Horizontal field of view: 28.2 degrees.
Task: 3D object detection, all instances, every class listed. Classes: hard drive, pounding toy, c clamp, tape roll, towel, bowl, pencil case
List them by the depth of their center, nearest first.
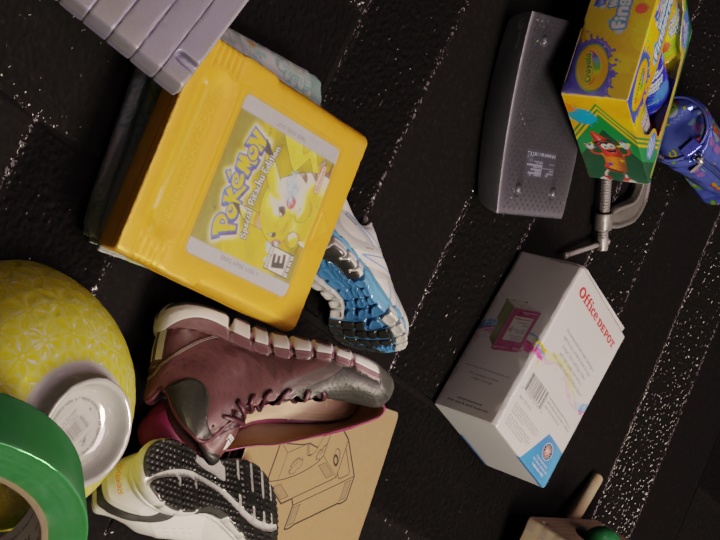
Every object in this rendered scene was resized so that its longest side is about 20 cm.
[{"bbox_3d":[-0.279,0.160,0.926,0.200,0.048,0.201,-8,132,-9],"label":"tape roll"},{"bbox_3d":[-0.226,0.100,1.012,0.200,0.108,0.201,-19,116,-44],"label":"bowl"},{"bbox_3d":[-0.120,-0.088,1.122,0.171,0.048,0.200,22,85,-51],"label":"towel"},{"bbox_3d":[0.177,-0.156,1.452,0.135,0.042,0.200,1,100,-50],"label":"hard drive"},{"bbox_3d":[0.291,-0.118,1.611,0.171,0.027,0.200,-10,109,-49],"label":"c clamp"},{"bbox_3d":[0.241,0.349,1.648,0.184,0.142,0.200,14,102,-50],"label":"pounding toy"},{"bbox_3d":[0.398,-0.136,1.674,0.078,0.087,0.200,-34,152,18],"label":"pencil case"}]

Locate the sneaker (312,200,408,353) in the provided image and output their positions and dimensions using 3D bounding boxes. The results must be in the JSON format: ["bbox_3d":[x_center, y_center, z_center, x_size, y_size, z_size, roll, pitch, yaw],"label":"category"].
[{"bbox_3d":[0.000,0.000,1.279,0.200,0.075,0.087,63,32,-50],"label":"sneaker"}]

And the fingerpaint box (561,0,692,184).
[{"bbox_3d":[0.281,-0.218,1.480,0.200,0.073,0.167,-70,154,-21],"label":"fingerpaint box"}]

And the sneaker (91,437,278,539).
[{"bbox_3d":[-0.140,0.188,1.174,0.200,0.080,0.074,37,41,-48],"label":"sneaker"}]

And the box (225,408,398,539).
[{"bbox_3d":[-0.051,0.185,1.313,0.200,0.021,0.164,27,81,-49],"label":"box"}]

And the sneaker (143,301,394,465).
[{"bbox_3d":[-0.079,0.107,1.135,0.076,0.200,0.116,119,-14,-65],"label":"sneaker"}]

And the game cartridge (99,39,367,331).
[{"bbox_3d":[-0.091,-0.064,1.105,0.200,0.032,0.177,29,80,-49],"label":"game cartridge"}]

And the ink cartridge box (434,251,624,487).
[{"bbox_3d":[0.183,0.103,1.514,0.200,0.085,0.145,-57,138,-18],"label":"ink cartridge box"}]

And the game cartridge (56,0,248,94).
[{"bbox_3d":[-0.126,-0.241,1.028,0.130,0.038,0.200,37,69,-9],"label":"game cartridge"}]

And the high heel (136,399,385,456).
[{"bbox_3d":[-0.080,0.118,1.180,0.200,0.096,0.068,-16,106,-33],"label":"high heel"}]
